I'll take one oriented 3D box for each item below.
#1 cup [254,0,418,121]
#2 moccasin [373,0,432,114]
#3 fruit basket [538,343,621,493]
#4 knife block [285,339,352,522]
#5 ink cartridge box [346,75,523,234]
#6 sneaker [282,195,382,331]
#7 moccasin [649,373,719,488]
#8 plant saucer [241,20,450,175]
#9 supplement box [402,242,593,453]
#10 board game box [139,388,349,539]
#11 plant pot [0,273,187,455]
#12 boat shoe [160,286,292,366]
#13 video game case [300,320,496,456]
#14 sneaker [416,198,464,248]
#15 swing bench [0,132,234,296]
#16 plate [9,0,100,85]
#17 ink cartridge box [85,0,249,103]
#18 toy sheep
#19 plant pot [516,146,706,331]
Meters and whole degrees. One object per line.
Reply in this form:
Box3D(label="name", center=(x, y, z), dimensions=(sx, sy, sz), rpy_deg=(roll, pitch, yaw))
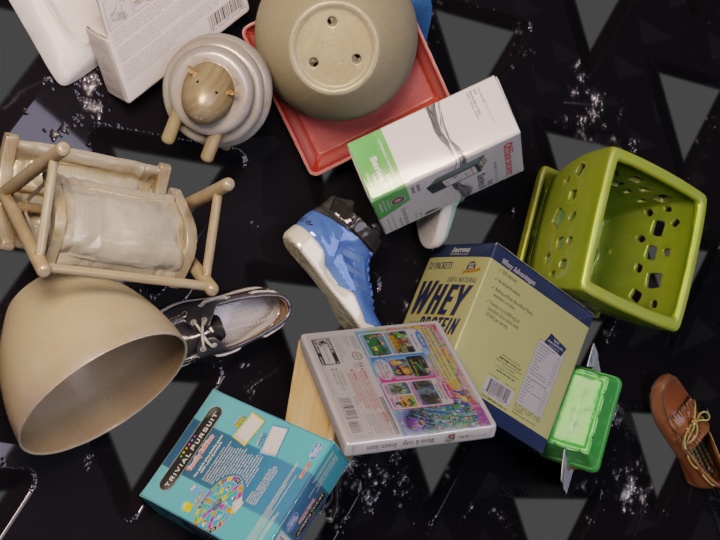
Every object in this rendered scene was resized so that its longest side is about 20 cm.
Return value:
Box3D(label="cup", center=(-0.029, -0.261, 1.435), dimensions=(0.196, 0.143, 0.204), rpy_deg=(0, 106, 0))
Box3D(label="moccasin", center=(0.040, -0.263, 1.595), dimensions=(0.080, 0.068, 0.203), rpy_deg=(4, 109, -46))
Box3D(label="fruit basket", center=(0.297, 0.207, 1.727), dimensions=(0.092, 0.200, 0.188), rpy_deg=(16, 79, 11))
Box3D(label="knife block", center=(-0.055, 0.188, 1.473), dimensions=(0.063, 0.175, 0.204), rpy_deg=(-2, 91, 9))
Box3D(label="ink cartridge box", center=(0.096, -0.139, 1.533), dimensions=(0.197, 0.146, 0.085), rpy_deg=(-25, 74, 3))
Box3D(label="sneaker", center=(0.000, 0.000, 1.564), dimensions=(0.111, 0.077, 0.201), rpy_deg=(-41, 104, -17))
Box3D(label="moccasin", center=(0.497, 0.245, 1.890), dimensions=(0.073, 0.077, 0.204), rpy_deg=(-32, 106, -29))
Box3D(label="plant saucer", center=(-0.015, -0.249, 1.531), dimensions=(0.198, 0.037, 0.202), rpy_deg=(-25, 104, 7))
Box3D(label="supplement box", center=(0.167, 0.100, 1.640), dimensions=(0.199, 0.133, 0.202), rpy_deg=(33, 73, -29))
Box3D(label="board game box", center=(-0.131, 0.233, 1.402), dimensions=(0.152, 0.198, 0.047), rpy_deg=(-55, 137, -20))
Box3D(label="plant pot", center=(-0.300, 0.079, 1.319), dimensions=(0.198, 0.201, 0.135), rpy_deg=(-25, 67, -31))
Box3D(label="boat shoe", center=(-0.170, 0.067, 1.461), dimensions=(0.198, 0.060, 0.075), rpy_deg=(-15, 99, -33))
Box3D(label="video game case", center=(0.040, 0.132, 1.454), dimensions=(0.179, 0.201, 0.024), rpy_deg=(-4, 125, -18))
Box3D(label="sneaker", center=(0.145, -0.115, 1.662), dimensions=(0.117, 0.073, 0.204), rpy_deg=(19, 78, -28))
Box3D(label="swing bench", center=(-0.267, -0.060, 1.324), dimensions=(0.196, 0.199, 0.132), rpy_deg=(8, 94, -32))
Box3D(label="plate", center=(-0.303, -0.340, 1.395), dimensions=(0.199, 0.032, 0.201), rpy_deg=(-39, 110, -28))
Box3D(label="ink cartridge box", center=(-0.218, -0.313, 1.391), dimensions=(0.200, 0.044, 0.178), rpy_deg=(-44, 147, -27))
Box3D(label="toy sheep", center=(-0.161, -0.201, 1.417), dimensions=(0.135, 0.200, 0.140), rpy_deg=(1, 106, 3))
Box3D(label="plant pot", center=(0.331, -0.038, 1.723), dimensions=(0.197, 0.180, 0.203), rpy_deg=(22, 77, -31))
